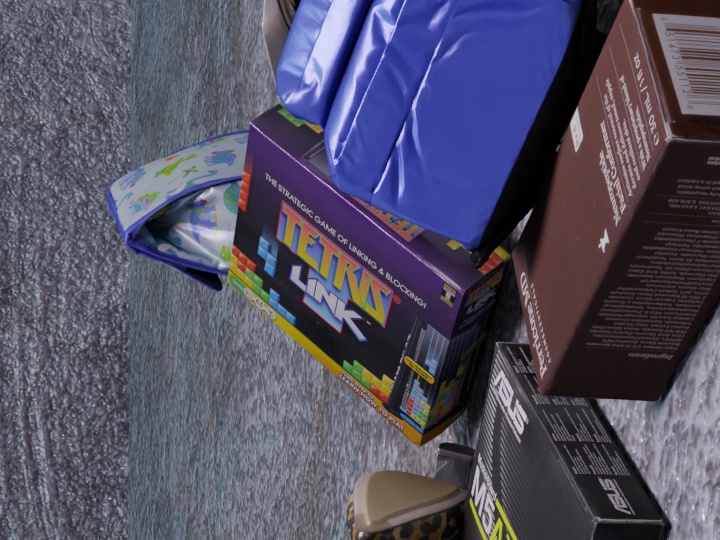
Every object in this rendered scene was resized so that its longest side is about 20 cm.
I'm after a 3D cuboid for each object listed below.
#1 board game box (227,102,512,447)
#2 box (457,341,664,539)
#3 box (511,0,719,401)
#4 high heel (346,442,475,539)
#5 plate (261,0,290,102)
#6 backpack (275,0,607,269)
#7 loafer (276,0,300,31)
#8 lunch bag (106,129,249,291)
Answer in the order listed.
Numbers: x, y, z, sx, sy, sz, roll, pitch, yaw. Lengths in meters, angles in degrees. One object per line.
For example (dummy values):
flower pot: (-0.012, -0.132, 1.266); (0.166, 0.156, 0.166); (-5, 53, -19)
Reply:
board game box: (0.000, 0.000, 1.278); (0.200, 0.057, 0.166); (39, 143, 23)
box: (0.105, 0.172, 1.077); (0.200, 0.047, 0.195); (-113, 28, -61)
box: (0.142, -0.032, 0.931); (0.201, 0.074, 0.101); (107, 161, -48)
high heel: (0.029, 0.201, 1.214); (0.200, 0.071, 0.144); (-16, -61, -68)
plate: (-0.056, -0.252, 1.739); (0.200, 0.032, 0.202); (78, -165, -61)
backpack: (0.053, -0.120, 1.050); (0.163, 0.167, 0.200); (-61, -8, 14)
loafer: (-0.040, -0.244, 1.588); (0.063, 0.071, 0.201); (-115, 0, -60)
lunch bag: (-0.140, -0.060, 1.798); (0.170, 0.198, 0.129); (-130, 37, -69)
